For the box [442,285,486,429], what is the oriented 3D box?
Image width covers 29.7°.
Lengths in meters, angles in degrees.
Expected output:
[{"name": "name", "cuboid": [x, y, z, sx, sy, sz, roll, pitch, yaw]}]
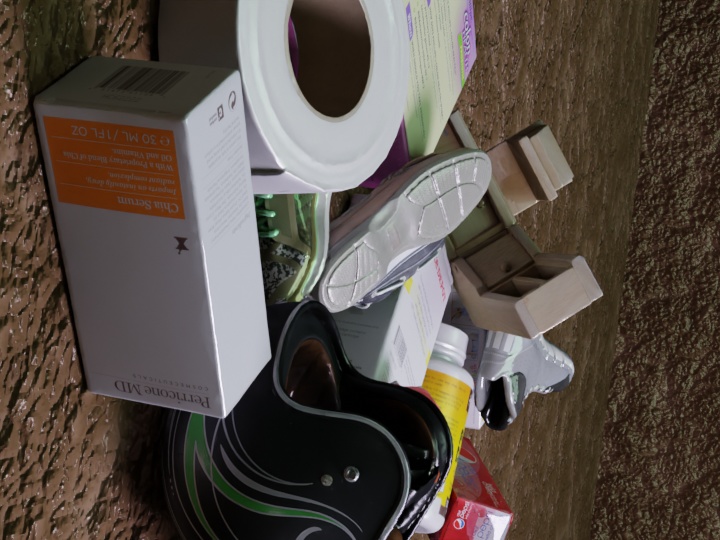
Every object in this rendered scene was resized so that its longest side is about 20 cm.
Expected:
[{"name": "box", "cuboid": [0.102, 0.057, 1.484, 0.112, 0.101, 0.201, -40, 135, -63]}]

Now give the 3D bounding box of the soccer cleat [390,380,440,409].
[{"name": "soccer cleat", "cuboid": [0.002, 0.178, 1.165, 0.066, 0.200, 0.077, 16, 37, -38]}]

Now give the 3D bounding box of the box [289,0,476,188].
[{"name": "box", "cuboid": [0.023, -0.201, 1.160, 0.177, 0.096, 0.201, 79, 27, -43]}]

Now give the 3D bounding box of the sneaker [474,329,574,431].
[{"name": "sneaker", "cuboid": [0.164, 0.121, 1.441, 0.200, 0.075, 0.116, 44, 61, -55]}]

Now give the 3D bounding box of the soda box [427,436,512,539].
[{"name": "soda box", "cuboid": [0.098, 0.234, 1.443, 0.200, 0.070, 0.064, -122, -127, -71]}]

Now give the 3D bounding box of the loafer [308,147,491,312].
[{"name": "loafer", "cuboid": [0.021, -0.045, 1.094, 0.200, 0.063, 0.072, -38, 135, -27]}]

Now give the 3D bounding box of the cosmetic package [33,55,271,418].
[{"name": "cosmetic package", "cuboid": [-0.120, -0.019, 0.810, 0.071, 0.101, 0.201, -54, 146, -52]}]

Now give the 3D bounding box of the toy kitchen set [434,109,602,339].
[{"name": "toy kitchen set", "cuboid": [0.153, -0.068, 1.282, 0.201, 0.163, 0.180, 61, -10, -8]}]

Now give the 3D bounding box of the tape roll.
[{"name": "tape roll", "cuboid": [-0.047, -0.152, 0.932, 0.202, 0.070, 0.204, -3, 93, -56]}]

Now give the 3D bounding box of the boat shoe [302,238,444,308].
[{"name": "boat shoe", "cuboid": [0.000, 0.000, 1.147, 0.200, 0.072, 0.068, -36, 141, -34]}]

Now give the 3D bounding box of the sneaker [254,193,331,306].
[{"name": "sneaker", "cuboid": [-0.069, -0.058, 1.032, 0.088, 0.077, 0.201, 24, 74, -38]}]

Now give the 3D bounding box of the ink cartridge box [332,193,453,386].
[{"name": "ink cartridge box", "cuboid": [0.015, 0.051, 1.255, 0.146, 0.083, 0.201, 73, 31, -52]}]

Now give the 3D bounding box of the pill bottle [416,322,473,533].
[{"name": "pill bottle", "cuboid": [0.051, 0.154, 1.361, 0.109, 0.108, 0.201, 53, 48, -64]}]

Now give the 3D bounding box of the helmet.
[{"name": "helmet", "cuboid": [-0.047, 0.129, 0.952, 0.200, 0.190, 0.200, -54, 166, -21]}]
